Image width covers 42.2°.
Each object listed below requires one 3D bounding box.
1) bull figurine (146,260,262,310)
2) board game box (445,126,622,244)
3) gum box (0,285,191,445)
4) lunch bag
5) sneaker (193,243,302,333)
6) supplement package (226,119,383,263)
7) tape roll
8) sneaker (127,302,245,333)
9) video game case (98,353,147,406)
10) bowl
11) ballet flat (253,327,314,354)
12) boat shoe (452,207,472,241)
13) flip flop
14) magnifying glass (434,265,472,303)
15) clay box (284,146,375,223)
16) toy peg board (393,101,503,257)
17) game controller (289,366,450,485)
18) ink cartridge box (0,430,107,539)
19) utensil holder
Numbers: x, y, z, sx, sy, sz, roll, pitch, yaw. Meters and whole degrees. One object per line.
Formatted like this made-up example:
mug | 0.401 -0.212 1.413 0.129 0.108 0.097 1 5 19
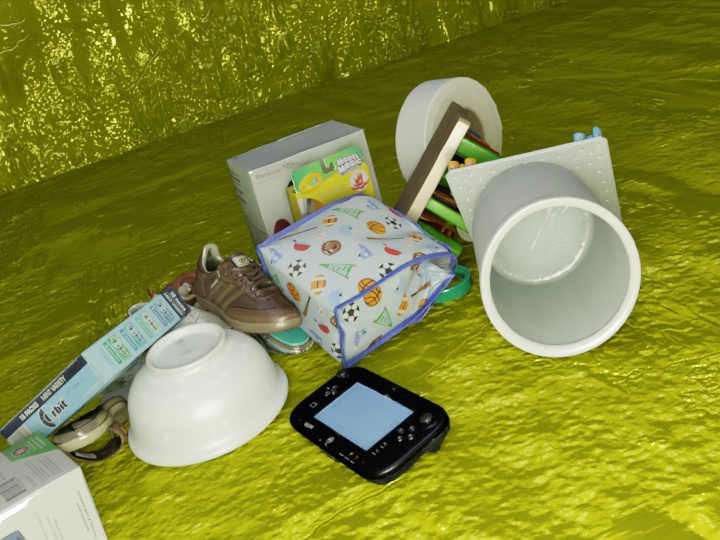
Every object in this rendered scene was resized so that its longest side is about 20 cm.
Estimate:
bull figurine | -0.234 0.030 1.408 0.197 0.066 0.121 -22 14 -19
board game box | 0.227 -0.093 1.196 0.196 0.201 0.026 -11 55 16
gum box | -0.307 0.115 1.101 0.169 0.045 0.200 -40 5 26
lunch bag | 0.000 0.000 1.162 0.199 0.125 0.169 -35 51 -26
sneaker | -0.146 0.021 1.138 0.070 0.077 0.198 -15 21 -40
supplement package | -0.074 -0.096 1.420 0.188 0.204 0.147 -22 20 -15
tape roll | 0.150 -0.217 1.552 0.201 0.206 0.070 -32 24 -37
sneaker | -0.234 0.072 1.215 0.197 0.071 0.074 -7 39 36
video game case | -0.255 0.118 1.267 0.178 0.022 0.200 -17 20 -1
bowl | -0.187 0.124 1.070 0.196 0.092 0.202 -13 26 6
ballet flat | -0.123 0.064 1.222 0.073 0.075 0.200 -25 44 -23
boat shoe | 0.227 -0.109 1.398 0.196 0.073 0.068 -21 20 -3
flip flop | -0.295 0.186 1.046 0.080 0.058 0.200 -30 2 -10
magnifying glass | 0.091 0.002 1.292 0.078 0.023 0.200 -22 20 -13
clay box | -0.029 -0.062 1.290 0.113 0.204 0.047 -23 20 -20
toy peg board | 0.129 -0.120 1.344 0.096 0.203 0.200 28 15 -5
game controller | 0.005 0.152 0.940 0.103 0.043 0.199 -26 21 -24
ink cartridge box | -0.368 0.256 0.902 0.198 0.089 0.144 -27 22 -31
utensil holder | 0.207 -0.023 1.049 0.166 0.173 0.201 -14 18 6
